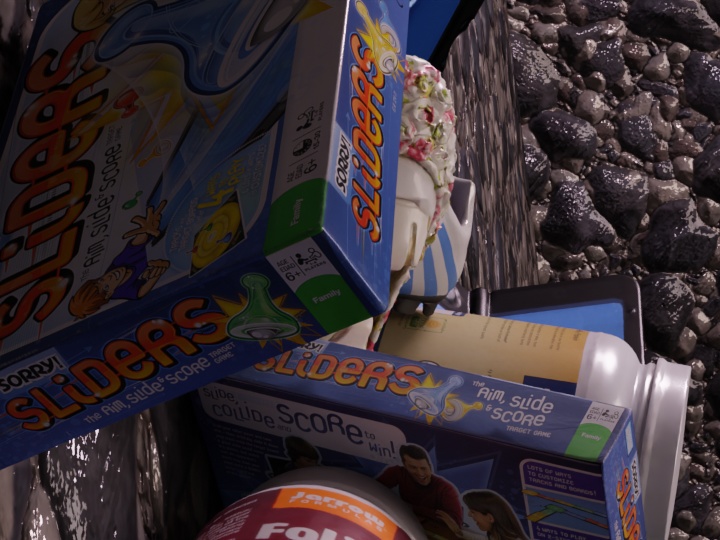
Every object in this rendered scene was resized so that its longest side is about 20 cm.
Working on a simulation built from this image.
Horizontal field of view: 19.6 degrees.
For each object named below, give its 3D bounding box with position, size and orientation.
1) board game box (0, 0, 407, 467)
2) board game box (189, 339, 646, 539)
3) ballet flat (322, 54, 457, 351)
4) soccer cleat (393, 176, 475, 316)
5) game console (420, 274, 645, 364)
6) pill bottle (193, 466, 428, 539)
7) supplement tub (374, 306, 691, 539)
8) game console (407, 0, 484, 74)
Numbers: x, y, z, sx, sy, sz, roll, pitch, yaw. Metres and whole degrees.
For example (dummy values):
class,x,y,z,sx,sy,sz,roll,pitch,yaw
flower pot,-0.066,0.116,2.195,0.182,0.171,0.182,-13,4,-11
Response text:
class,x,y,z,sx,sy,sz,roll,pitch,yaw
board game box,-0.052,-0.040,0.638,0.034,0.135,0.200,52,26,-32
board game box,0.026,0.098,0.915,0.034,0.200,0.136,-54,146,-40
ballet flat,0.000,0.000,0.969,0.064,0.075,0.200,-115,-139,-59
soccer cleat,0.001,-0.023,1.093,0.200,0.070,0.087,-2,114,-65
game console,0.086,0.046,1.351,0.176,0.116,0.200,39,32,-24
pill bottle,-0.027,0.150,0.806,0.200,0.114,0.114,-58,142,-76
supplement tub,0.080,0.099,1.181,0.144,0.200,0.145,8,90,-80
game console,-0.006,-0.135,1.125,0.171,0.118,0.200,60,-39,27
